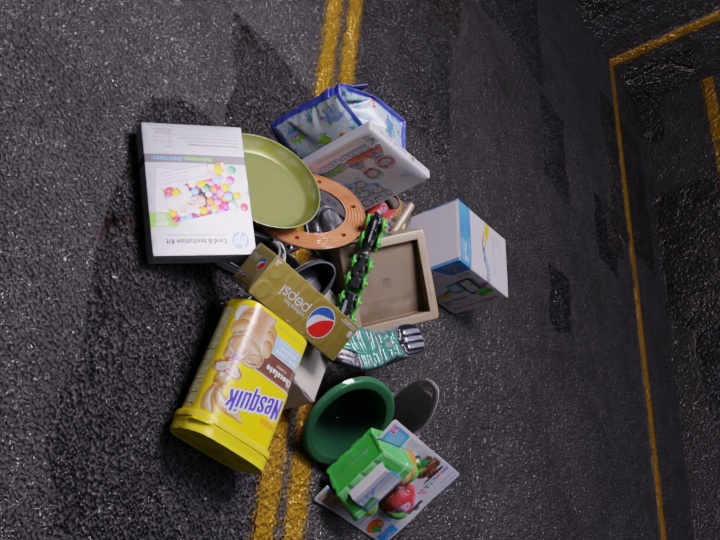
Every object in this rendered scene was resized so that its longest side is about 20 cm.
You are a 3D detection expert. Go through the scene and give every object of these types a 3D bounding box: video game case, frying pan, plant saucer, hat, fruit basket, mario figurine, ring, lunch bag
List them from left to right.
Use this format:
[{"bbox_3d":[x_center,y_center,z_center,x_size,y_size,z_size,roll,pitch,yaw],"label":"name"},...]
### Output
[{"bbox_3d":[-0.159,-0.138,1.353,0.197,0.031,0.202,19,45,-20],"label":"plant saucer"},{"bbox_3d":[-0.089,-0.099,1.401,0.197,0.019,0.202,10,40,-8],"label":"ring"},{"bbox_3d":[-0.080,-0.076,1.502,0.189,0.031,0.117,14,62,-55],"label":"frying pan"},{"bbox_3d":[-0.049,0.209,1.398,0.200,0.166,0.176,44,0,-43],"label":"hat"},{"bbox_3d":[-0.037,-0.251,1.517,0.199,0.168,0.130,27,53,-44],"label":"lunch bag"},{"bbox_3d":[-0.005,-0.174,1.499,0.181,0.198,0.024,32,45,-43],"label":"video game case"},{"bbox_3d":[0.048,0.355,1.359,0.200,0.185,0.094,45,5,-30],"label":"fruit basket"},{"bbox_3d":[0.073,-0.043,1.625,0.203,0.105,0.123,67,-11,-18],"label":"mario figurine"}]

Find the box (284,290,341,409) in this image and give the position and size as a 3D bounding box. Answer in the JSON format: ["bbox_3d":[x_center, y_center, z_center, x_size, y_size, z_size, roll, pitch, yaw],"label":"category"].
[{"bbox_3d":[-0.092,0.119,1.352,0.083,0.068,0.202,52,38,-27],"label":"box"}]

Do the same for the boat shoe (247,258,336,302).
[{"bbox_3d":[-0.115,0.045,1.307,0.199,0.062,0.075,-37,98,-25],"label":"boat shoe"}]

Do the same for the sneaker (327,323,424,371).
[{"bbox_3d":[0.012,0.140,1.394,0.197,0.087,0.076,0,65,-36],"label":"sneaker"}]

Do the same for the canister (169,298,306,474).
[{"bbox_3d":[-0.165,0.160,1.173,0.148,0.086,0.203,41,56,-36],"label":"canister"}]

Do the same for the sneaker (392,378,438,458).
[{"bbox_3d":[0.085,0.274,1.460,0.083,0.202,0.120,35,11,16],"label":"sneaker"}]

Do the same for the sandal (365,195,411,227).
[{"bbox_3d":[0.048,-0.138,1.689,0.199,0.054,0.083,29,52,-46],"label":"sandal"}]

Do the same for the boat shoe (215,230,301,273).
[{"bbox_3d":[-0.152,-0.017,1.328,0.199,0.070,0.073,17,61,-51],"label":"boat shoe"}]

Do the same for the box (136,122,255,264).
[{"bbox_3d":[-0.241,-0.113,1.218,0.153,0.041,0.204,-1,75,-27],"label":"box"}]

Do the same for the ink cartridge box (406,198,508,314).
[{"bbox_3d":[0.203,-0.025,1.776,0.199,0.145,0.148,32,49,-43],"label":"ink cartridge box"}]

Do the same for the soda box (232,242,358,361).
[{"bbox_3d":[-0.094,0.049,1.238,0.068,0.064,0.200,-50,126,-5],"label":"soda box"}]

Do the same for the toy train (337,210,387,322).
[{"bbox_3d":[0.000,0.000,1.378,0.056,0.041,0.203,53,56,-84],"label":"toy train"}]

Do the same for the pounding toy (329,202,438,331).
[{"bbox_3d":[0.045,-0.006,1.490,0.142,0.181,0.204,-166,-116,-77],"label":"pounding toy"}]
